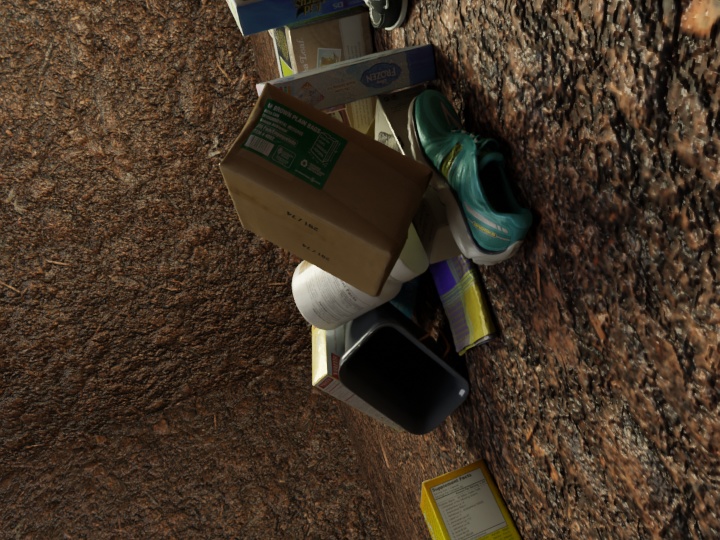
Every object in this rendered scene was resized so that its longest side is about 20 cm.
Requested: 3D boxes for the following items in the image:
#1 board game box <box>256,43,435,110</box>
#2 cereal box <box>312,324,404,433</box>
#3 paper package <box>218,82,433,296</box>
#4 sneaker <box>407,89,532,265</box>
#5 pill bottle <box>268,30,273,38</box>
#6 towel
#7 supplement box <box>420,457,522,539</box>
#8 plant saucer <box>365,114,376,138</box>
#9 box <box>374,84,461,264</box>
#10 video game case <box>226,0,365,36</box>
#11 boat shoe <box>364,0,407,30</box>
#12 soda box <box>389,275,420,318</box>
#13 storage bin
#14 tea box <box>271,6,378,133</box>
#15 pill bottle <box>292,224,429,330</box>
[{"bbox_3d":[-0.029,-0.243,0.732,0.200,0.193,0.045,-131,26,-67],"label":"board game box"},{"bbox_3d":[0.003,0.161,0.930,0.198,0.039,0.146,35,-150,-29],"label":"cereal box"},{"bbox_3d":[-0.036,-0.077,0.628,0.195,0.106,0.191,28,164,4],"label":"paper package"},{"bbox_3d":[0.113,-0.108,0.576,0.205,0.075,0.080,65,148,21],"label":"sneaker"},{"bbox_3d":[-0.123,-0.513,1.072,0.200,0.111,0.118,174,79,-79],"label":"pill bottle"},{"bbox_3d":[0.123,0.009,0.767,0.144,0.022,0.206,118,136,-76],"label":"towel"},{"bbox_3d":[0.175,0.412,0.849,0.111,0.105,0.203,87,164,-50],"label":"supplement box"},{"bbox_3d":[0.009,-0.120,0.892,0.201,0.047,0.204,96,-161,-66],"label":"plant saucer"},{"bbox_3d":[0.080,-0.119,0.685,0.083,0.066,0.205,91,161,-59],"label":"box"},{"bbox_3d":[-0.103,-0.425,0.855,0.183,0.194,0.046,-117,12,-46],"label":"video game case"},{"bbox_3d":[0.027,-0.344,0.659,0.200,0.058,0.078,128,125,-77],"label":"boat shoe"},{"bbox_3d":[0.060,0.041,0.971,0.202,0.065,0.066,93,-173,-59],"label":"soda box"},{"bbox_3d":[0.063,0.126,0.886,0.198,0.146,0.135,38,-163,-24],"label":"storage bin"},{"bbox_3d":[-0.060,-0.327,0.951,0.198,0.129,0.205,-119,16,-53],"label":"tea box"},{"bbox_3d":[0.000,0.000,0.823,0.197,0.112,0.118,-30,74,38],"label":"pill bottle"}]
